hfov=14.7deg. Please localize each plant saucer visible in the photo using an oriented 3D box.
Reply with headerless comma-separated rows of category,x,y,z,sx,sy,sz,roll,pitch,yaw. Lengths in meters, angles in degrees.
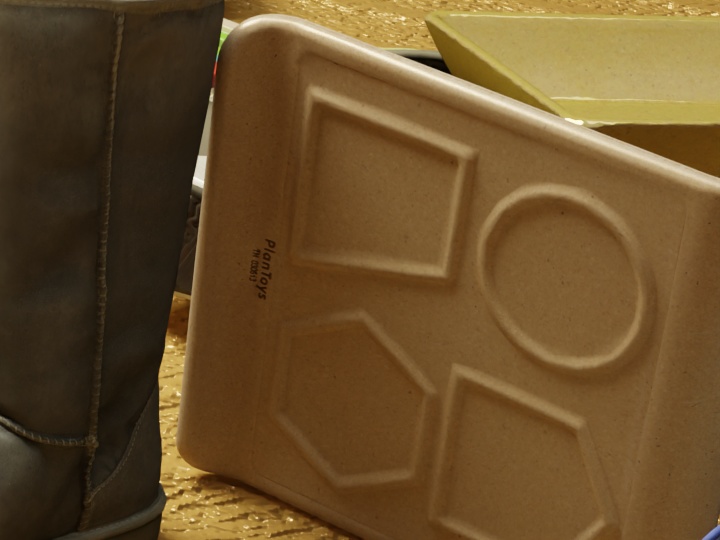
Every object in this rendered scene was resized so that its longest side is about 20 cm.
plant saucer,0.146,-0.065,1.181,0.199,0.049,0.200,-1,18,-16

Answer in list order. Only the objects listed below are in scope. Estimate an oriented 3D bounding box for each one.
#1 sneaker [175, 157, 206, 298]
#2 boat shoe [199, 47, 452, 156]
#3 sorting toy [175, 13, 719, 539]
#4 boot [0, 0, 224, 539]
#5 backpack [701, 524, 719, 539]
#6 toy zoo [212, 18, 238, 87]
sneaker,0.000,0.000,1.103,0.199,0.073,0.085,29,22,26
boat shoe,-0.029,-0.063,1.233,0.201,0.060,0.072,-10,54,-43
sorting toy,0.036,0.021,0.950,0.199,0.186,0.036,20,32,20
boot,-0.117,0.007,0.895,0.072,0.201,0.182,25,27,31
backpack,0.154,0.146,0.774,0.182,0.148,0.200,21,29,24
toy zoo,-0.094,-0.081,1.323,0.131,0.021,0.200,22,26,22
